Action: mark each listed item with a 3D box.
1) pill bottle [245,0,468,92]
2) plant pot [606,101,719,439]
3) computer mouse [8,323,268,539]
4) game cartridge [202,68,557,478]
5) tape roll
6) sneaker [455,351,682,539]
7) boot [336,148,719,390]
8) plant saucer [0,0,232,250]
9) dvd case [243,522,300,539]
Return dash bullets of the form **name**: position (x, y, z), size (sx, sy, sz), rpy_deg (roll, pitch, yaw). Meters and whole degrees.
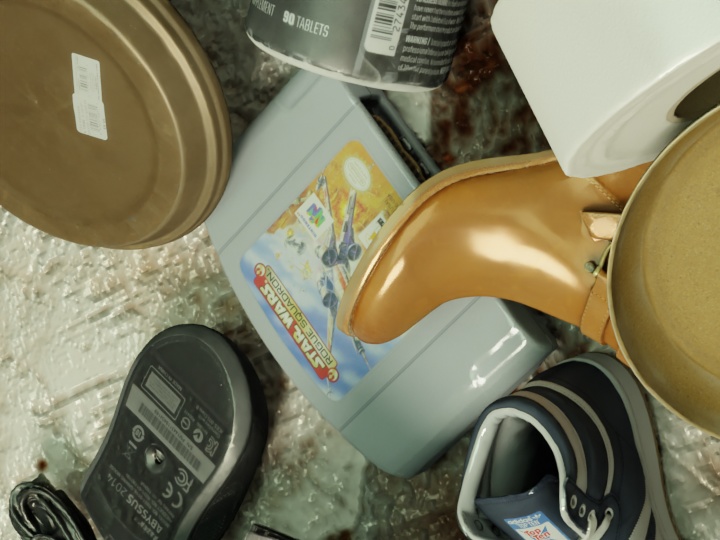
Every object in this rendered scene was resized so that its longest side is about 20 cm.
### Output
- **pill bottle**: position (0.016, -0.196, 1.009), size (0.106, 0.106, 0.202), rpy_deg (24, 108, 29)
- **plant pot**: position (0.202, -0.007, 0.893), size (0.198, 0.028, 0.201), rpy_deg (0, 125, 0)
- **computer mouse**: position (-0.108, 0.110, 1.165), size (0.139, 0.053, 0.201), rpy_deg (47, 120, 24)
- **game cartridge**: position (0.000, 0.000, 1.088), size (0.133, 0.041, 0.201), rpy_deg (-44, 72, 26)
- **tape roll**: position (0.156, -0.115, 0.847), size (0.202, 0.202, 0.071), rpy_deg (-33, 77, 32)
- **sneaker**: position (0.110, 0.143, 0.986), size (0.070, 0.108, 0.202), rpy_deg (-22, 84, 34)
- **boot**: position (0.097, 0.005, 0.980), size (0.200, 0.074, 0.155), rpy_deg (-44, 78, 14)
- **plant saucer**: position (-0.158, -0.089, 1.098), size (0.199, 0.030, 0.201), rpy_deg (18, 133, 20)
- **dvd case**: position (0.017, 0.222, 0.993), size (0.198, 0.016, 0.150), rpy_deg (21, 103, 5)
